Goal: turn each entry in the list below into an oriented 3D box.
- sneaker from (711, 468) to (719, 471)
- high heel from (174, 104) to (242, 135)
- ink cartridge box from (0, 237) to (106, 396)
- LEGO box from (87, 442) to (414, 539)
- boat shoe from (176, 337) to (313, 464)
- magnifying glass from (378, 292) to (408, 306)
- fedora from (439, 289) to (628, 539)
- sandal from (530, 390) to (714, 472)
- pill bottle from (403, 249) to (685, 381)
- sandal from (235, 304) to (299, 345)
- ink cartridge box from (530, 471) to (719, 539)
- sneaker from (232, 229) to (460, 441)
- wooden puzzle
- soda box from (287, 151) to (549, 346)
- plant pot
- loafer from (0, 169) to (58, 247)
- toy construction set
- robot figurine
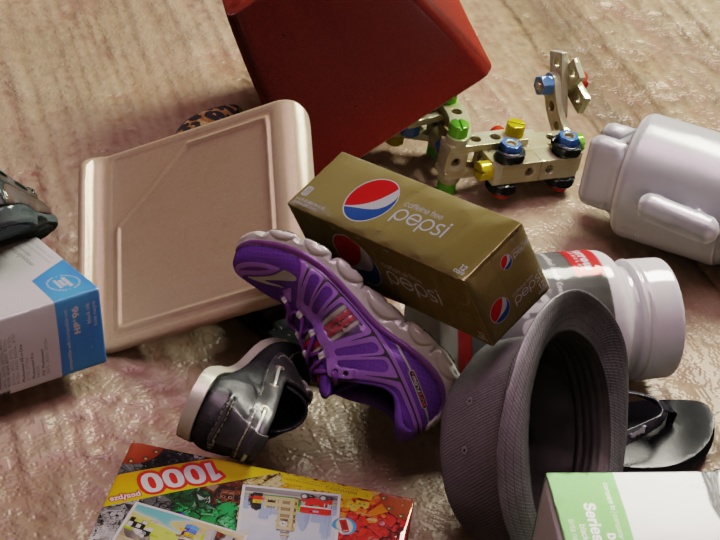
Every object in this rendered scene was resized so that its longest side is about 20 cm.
[{"bbox_3d":[0.276,0.180,1.322,0.200,0.073,0.085,-14,75,-39],"label":"sneaker"},{"bbox_3d":[-0.099,-0.080,1.567,0.142,0.072,0.200,1,41,25],"label":"high heel"},{"bbox_3d":[-0.307,0.048,1.375,0.199,0.068,0.116,-18,31,-30],"label":"ink cartridge box"},{"bbox_3d":[-0.077,0.205,1.202,0.199,0.077,0.149,10,36,5],"label":"LEGO box"},{"bbox_3d":[-0.068,0.097,1.327,0.067,0.072,0.200,20,12,12],"label":"boat shoe"},{"bbox_3d":[0.000,0.000,1.406,0.200,0.022,0.080,21,69,45],"label":"magnifying glass"},{"bbox_3d":[0.116,0.115,1.297,0.090,0.201,0.177,-3,-16,33],"label":"fedora"},{"bbox_3d":[0.179,0.122,1.387,0.199,0.043,0.076,-3,37,-14],"label":"sandal"},{"bbox_3d":[0.143,0.042,1.430,0.199,0.114,0.114,-4,37,-14],"label":"pill bottle"},{"bbox_3d":[-0.061,0.023,1.480,0.200,0.048,0.075,26,39,26],"label":"sandal"},{"bbox_3d":[0.211,0.208,1.187,0.199,0.147,0.084,0,37,-8],"label":"ink cartridge box"},{"bbox_3d":[-0.020,0.046,1.333,0.200,0.081,0.083,39,73,13],"label":"sneaker"},{"bbox_3d":[-0.129,-0.033,1.465,0.199,0.037,0.186,-14,58,14],"label":"wooden puzzle"},{"bbox_3d":[0.039,-0.019,1.326,0.064,0.068,0.200,-44,40,-20],"label":"soda box"},{"bbox_3d":[-0.029,-0.236,1.661,0.200,0.176,0.200,-32,36,11],"label":"plant pot"},{"bbox_3d":[-0.283,-0.053,1.445,0.072,0.063,0.200,-20,-1,-6],"label":"loafer"},{"bbox_3d":[0.132,-0.130,1.695,0.199,0.092,0.131,-20,42,-16],"label":"toy construction set"},{"bbox_3d":[0.295,-0.068,1.607,0.199,0.113,0.170,19,30,17],"label":"robot figurine"}]
